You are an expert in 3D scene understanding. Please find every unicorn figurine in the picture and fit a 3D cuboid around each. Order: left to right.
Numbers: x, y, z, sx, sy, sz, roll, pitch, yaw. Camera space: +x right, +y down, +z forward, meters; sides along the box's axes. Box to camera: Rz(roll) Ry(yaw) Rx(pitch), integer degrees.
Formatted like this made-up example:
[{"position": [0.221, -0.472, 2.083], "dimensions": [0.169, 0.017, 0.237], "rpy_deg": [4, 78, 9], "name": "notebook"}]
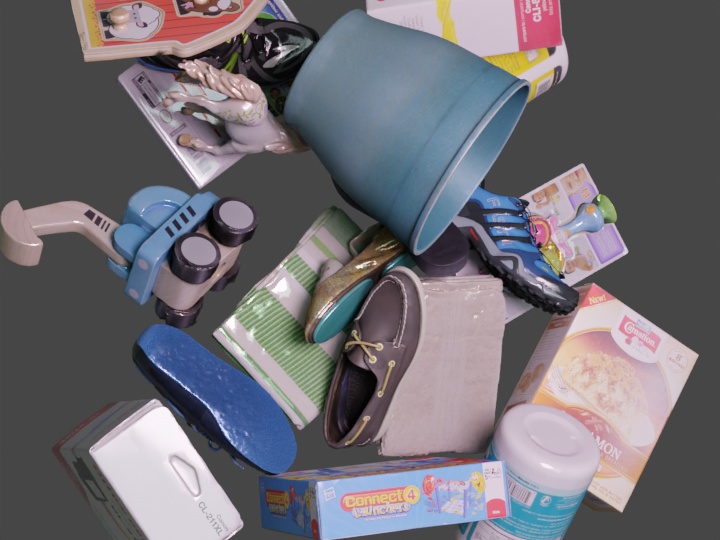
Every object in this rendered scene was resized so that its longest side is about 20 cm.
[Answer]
[{"position": [-0.118, -0.154, 1.642], "dimensions": [0.136, 0.200, 0.074], "rpy_deg": [8, 87, 8], "name": "unicorn figurine"}]

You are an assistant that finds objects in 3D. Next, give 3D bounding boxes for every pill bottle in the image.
[{"position": [0.115, -0.207, 1.750], "dimensions": [0.199, 0.114, 0.115], "rpy_deg": [-32, 96, -20], "name": "pill bottle"}, {"position": [0.164, 0.245, 1.687], "dimensions": [0.110, 0.111, 0.201], "rpy_deg": [10, 123, -19], "name": "pill bottle"}]

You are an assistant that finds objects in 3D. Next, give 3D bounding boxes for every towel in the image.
[{"position": [-0.044, 0.050, 1.717], "dimensions": [0.153, 0.023, 0.200], "rpy_deg": [48, 70, -11], "name": "towel"}, {"position": [0.084, 0.101, 1.724], "dimensions": [0.132, 0.034, 0.201], "rpy_deg": [0, 106, -19], "name": "towel"}]

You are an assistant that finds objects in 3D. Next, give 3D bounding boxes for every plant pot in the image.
[{"position": [0.034, -0.150, 1.585], "dimensions": [0.188, 0.200, 0.200], "rpy_deg": [35, 73, 9], "name": "plant pot"}]

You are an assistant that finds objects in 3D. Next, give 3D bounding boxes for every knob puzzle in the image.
[{"position": [-0.187, -0.276, 1.612], "dimensions": [0.219, 0.220, 0.031], "rpy_deg": [-17, 132, -21], "name": "knob puzzle"}]

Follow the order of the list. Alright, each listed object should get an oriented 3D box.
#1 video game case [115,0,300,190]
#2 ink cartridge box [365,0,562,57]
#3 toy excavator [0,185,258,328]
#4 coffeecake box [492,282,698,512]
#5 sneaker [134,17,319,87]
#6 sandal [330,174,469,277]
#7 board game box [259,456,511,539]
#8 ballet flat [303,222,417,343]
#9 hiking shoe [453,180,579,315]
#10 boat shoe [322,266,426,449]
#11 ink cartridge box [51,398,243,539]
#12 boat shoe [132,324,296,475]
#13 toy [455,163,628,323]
[{"position": [-0.137, -0.199, 1.708], "dimensions": [0.200, 0.018, 0.143], "rpy_deg": [-39, 98, -19], "name": "video game case"}, {"position": [0.102, -0.293, 1.697], "dimensions": [0.199, 0.084, 0.146], "rpy_deg": [-9, 44, 4], "name": "ink cartridge box"}, {"position": [-0.233, -0.032, 1.613], "dimensions": [0.200, 0.100, 0.195], "rpy_deg": [35, 49, 9], "name": "toy excavator"}, {"position": [0.257, 0.140, 1.789], "dimensions": [0.153, 0.073, 0.201], "rpy_deg": [33, 75, -13], "name": "coffeecake box"}, {"position": [-0.135, -0.230, 1.658], "dimensions": [0.198, 0.083, 0.071], "rpy_deg": [3, 84, -20], "name": "sneaker"}, {"position": [0.044, -0.074, 1.686], "dimensions": [0.076, 0.043, 0.200], "rpy_deg": [-30, 55, -26], "name": "sandal"}, {"position": [0.020, 0.226, 1.629], "dimensions": [0.199, 0.196, 0.056], "rpy_deg": [-4, 86, -21], "name": "board game box"}, {"position": [0.000, 0.000, 1.696], "dimensions": [0.200, 0.071, 0.071], "rpy_deg": [-39, 98, -23], "name": "ballet flat"}, {"position": [0.162, -0.035, 1.731], "dimensions": [0.200, 0.074, 0.087], "rpy_deg": [39, 83, 16], "name": "hiking shoe"}, {"position": [0.012, 0.093, 1.661], "dimensions": [0.060, 0.072, 0.202], "rpy_deg": [-14, 125, -51], "name": "boat shoe"}, {"position": [-0.207, 0.204, 1.546], "dimensions": [0.083, 0.200, 0.146], "rpy_deg": [-36, 97, -20], "name": "ink cartridge box"}, {"position": [-0.146, 0.129, 1.650], "dimensions": [0.200, 0.069, 0.084], "rpy_deg": [48, 59, -4], "name": "boat shoe"}, {"position": [0.201, -0.028, 1.799], "dimensions": [0.199, 0.047, 0.116], "rpy_deg": [-29, 93, -21], "name": "toy"}]
